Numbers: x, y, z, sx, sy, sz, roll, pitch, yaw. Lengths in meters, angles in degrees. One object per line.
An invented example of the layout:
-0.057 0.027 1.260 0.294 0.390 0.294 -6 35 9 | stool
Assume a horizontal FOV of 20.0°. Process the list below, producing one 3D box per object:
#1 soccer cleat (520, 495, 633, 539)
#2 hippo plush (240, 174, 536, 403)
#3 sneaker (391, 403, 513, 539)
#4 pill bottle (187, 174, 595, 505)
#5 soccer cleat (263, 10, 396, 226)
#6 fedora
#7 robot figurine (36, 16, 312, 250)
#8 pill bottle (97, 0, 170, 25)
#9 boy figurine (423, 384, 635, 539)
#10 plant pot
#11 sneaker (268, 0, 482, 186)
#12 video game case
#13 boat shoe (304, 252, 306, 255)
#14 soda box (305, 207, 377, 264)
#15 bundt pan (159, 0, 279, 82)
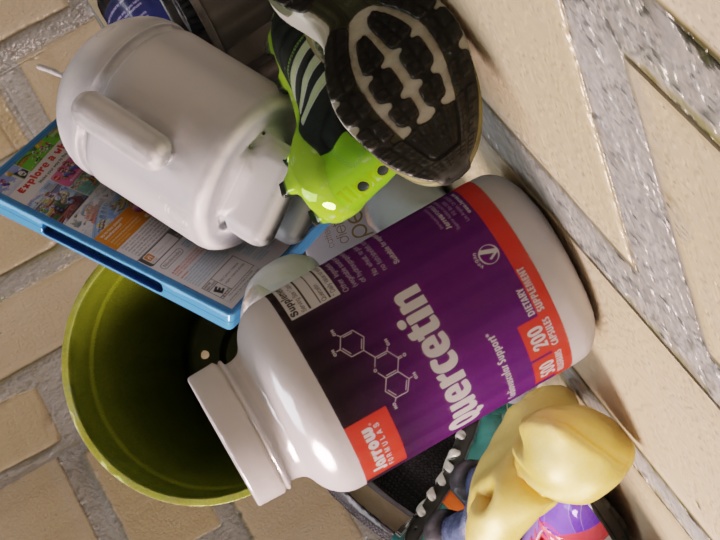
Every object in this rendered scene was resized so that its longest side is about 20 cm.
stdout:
0.132 0.181 1.339 0.068 0.073 0.200 58 173 22 | soccer cleat
0.014 0.041 1.252 0.160 0.161 0.200 64 173 -23 | hippo plush
0.063 0.164 1.366 0.071 0.080 0.200 69 -150 -79 | sneaker
0.015 0.041 1.072 0.113 0.200 0.112 59 174 11 | pill bottle
-0.010 -0.111 1.239 0.068 0.081 0.200 39 -150 -38 | soccer cleat
0.065 0.150 1.491 0.200 0.092 0.201 32 -171 -5 | fedora
-0.113 -0.089 1.307 0.200 0.113 0.170 33 -167 23 | robot figurine
-0.138 -0.198 1.614 0.200 0.112 0.112 59 173 8 | pill bottle
0.101 0.117 1.206 0.064 0.124 0.200 33 152 -4 | boy figurine
-0.095 0.066 1.529 0.201 0.200 0.193 60 -169 7 | plant pot
0.020 -0.106 1.056 0.089 0.077 0.200 48 -170 -48 | sneaker
-0.130 -0.048 1.359 0.200 0.143 0.018 26 138 18 | video game case
-0.057 -0.031 1.579 0.201 0.070 0.071 28 -159 26 | boat shoe
0.000 0.000 1.429 0.068 0.064 0.200 67 -175 -48 | soda box
-0.094 -0.198 1.430 0.202 0.076 0.202 59 173 12 | bundt pan
